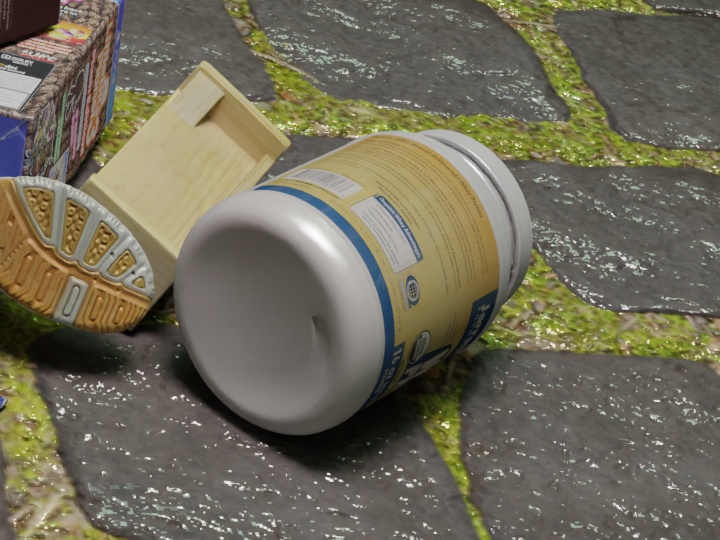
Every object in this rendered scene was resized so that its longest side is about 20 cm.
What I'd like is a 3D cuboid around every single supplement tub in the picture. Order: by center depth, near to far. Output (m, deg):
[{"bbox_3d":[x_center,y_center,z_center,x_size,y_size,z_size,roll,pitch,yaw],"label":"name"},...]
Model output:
[{"bbox_3d":[0.000,0.000,1.462,0.144,0.145,0.200,32,34,24],"label":"supplement tub"}]

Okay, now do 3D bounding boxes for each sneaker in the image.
[{"bbox_3d":[-0.211,-0.023,1.440,0.199,0.076,0.088,26,-7,-1],"label":"sneaker"}]

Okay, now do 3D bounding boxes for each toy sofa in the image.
[{"bbox_3d":[-0.129,-0.041,1.548,0.083,0.098,0.200,42,32,-5],"label":"toy sofa"}]

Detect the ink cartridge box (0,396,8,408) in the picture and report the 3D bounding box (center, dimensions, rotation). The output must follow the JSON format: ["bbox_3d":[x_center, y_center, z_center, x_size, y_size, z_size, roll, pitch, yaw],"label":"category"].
[{"bbox_3d":[-0.320,0.056,1.324,0.199,0.043,0.196,23,31,15],"label":"ink cartridge box"}]

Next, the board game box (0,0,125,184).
[{"bbox_3d":[-0.256,-0.114,1.560,0.159,0.097,0.200,14,31,6],"label":"board game box"}]

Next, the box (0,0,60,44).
[{"bbox_3d":[-0.283,-0.172,1.482,0.100,0.075,0.200,29,37,29],"label":"box"}]
